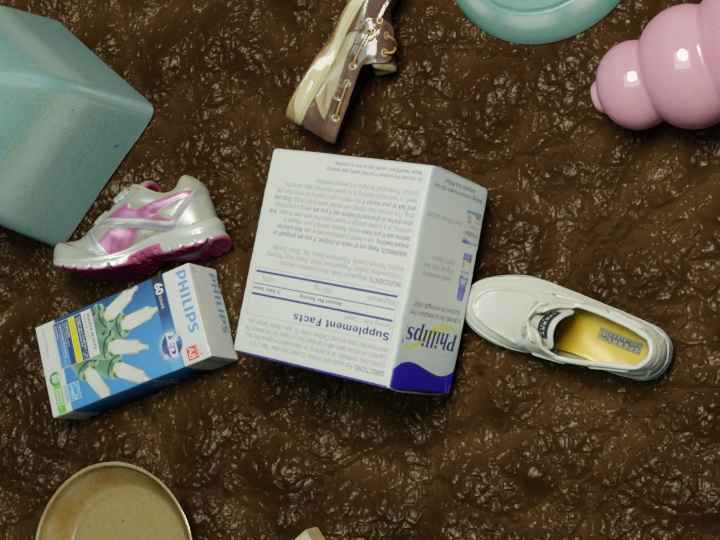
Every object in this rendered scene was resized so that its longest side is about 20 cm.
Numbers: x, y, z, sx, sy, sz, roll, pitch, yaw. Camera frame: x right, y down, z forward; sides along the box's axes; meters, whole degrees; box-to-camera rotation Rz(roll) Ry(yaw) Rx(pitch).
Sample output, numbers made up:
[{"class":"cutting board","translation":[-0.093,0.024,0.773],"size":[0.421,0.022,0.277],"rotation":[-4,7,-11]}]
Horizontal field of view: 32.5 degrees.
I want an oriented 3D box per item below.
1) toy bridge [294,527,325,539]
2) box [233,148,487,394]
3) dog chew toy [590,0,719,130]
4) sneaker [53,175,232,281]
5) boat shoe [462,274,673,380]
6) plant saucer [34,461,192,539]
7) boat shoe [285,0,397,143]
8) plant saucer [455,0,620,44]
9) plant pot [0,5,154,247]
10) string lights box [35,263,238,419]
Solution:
[{"class":"toy bridge","translation":[-0.100,0.338,1.210],"size":[0.200,0.027,0.067],"rotation":[-42,70,15]},{"class":"box","translation":[0.000,0.000,1.149],"size":[0.184,0.105,0.200],"rotation":[10,88,36]},{"class":"dog chew toy","translation":[0.291,-0.176,1.045],"size":[0.200,0.124,0.125],"rotation":[-16,77,30]},{"class":"sneaker","translation":[-0.231,-0.044,1.295],"size":[0.200,0.081,0.088],"rotation":[-13,77,15]},{"class":"boat shoe","translation":[0.173,0.049,1.094],"size":[0.200,0.070,0.071],"rotation":[20,91,28]},{"class":"plant saucer","translation":[-0.248,0.299,1.279],"size":[0.200,0.035,0.201],"rotation":[-3,82,24]},{"class":"boat shoe","translation":[0.007,-0.217,1.213],"size":[0.072,0.072,0.200],"rotation":[34,93,4]},{"class":"plant saucer","translation":[0.169,-0.315,1.166],"size":[0.200,0.027,0.201],"rotation":[-4,81,24]},{"class":"plant pot","translation":[-0.385,-0.168,1.310],"size":[0.196,0.200,0.196],"rotation":[41,101,24]},{"class":"string lights box","translation":[-0.234,0.076,1.287],"size":[0.200,0.059,0.103],"rotation":[-22,74,21]}]
